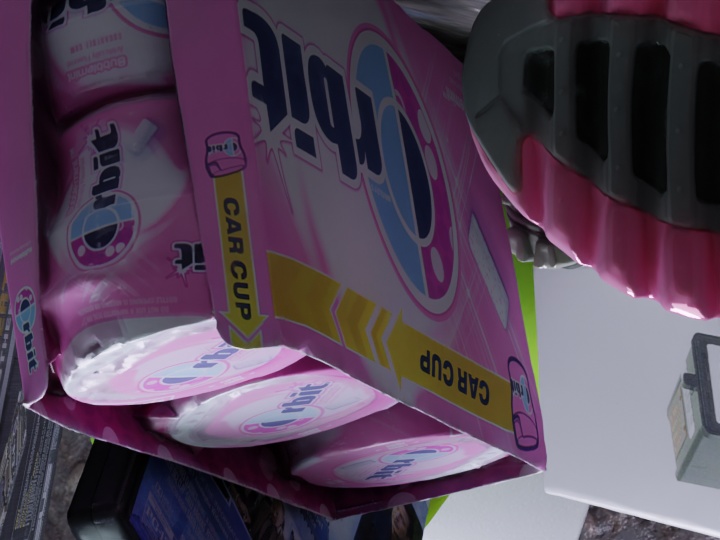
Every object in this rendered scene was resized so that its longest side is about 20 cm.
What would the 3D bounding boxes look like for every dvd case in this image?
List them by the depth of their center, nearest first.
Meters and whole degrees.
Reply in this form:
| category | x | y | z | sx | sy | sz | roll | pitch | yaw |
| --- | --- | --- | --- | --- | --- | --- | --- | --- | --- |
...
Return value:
| category | x | y | z | sx | sy | sz | roll | pitch | yaw |
| --- | --- | --- | --- | --- | --- | --- | --- | --- | --- |
| dvd case | -0.022 | 0.056 | 0.777 | 0.018 | 0.143 | 0.200 | -15 | -149 | 20 |

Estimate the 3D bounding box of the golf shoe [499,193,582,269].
| category | x | y | z | sx | sy | sz | roll | pitch | yaw |
| --- | --- | --- | --- | --- | --- | --- | --- | --- | --- |
| golf shoe | 0.132 | -0.025 | 0.744 | 0.097 | 0.078 | 0.200 | -9 | -160 | -42 |

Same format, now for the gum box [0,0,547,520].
| category | x | y | z | sx | sy | sz | roll | pitch | yaw |
| --- | --- | --- | --- | --- | --- | --- | --- | --- | --- |
| gum box | -0.022 | -0.013 | 0.690 | 0.066 | 0.114 | 0.200 | -14 | 163 | 18 |

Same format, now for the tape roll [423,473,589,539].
| category | x | y | z | sx | sy | sz | roll | pitch | yaw |
| --- | --- | --- | --- | --- | --- | --- | --- | --- | --- |
| tape roll | 0.014 | 0.032 | 1.101 | 0.139 | 0.203 | 0.203 | 14 | 179 | -6 |

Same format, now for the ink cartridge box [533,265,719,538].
| category | x | y | z | sx | sy | sz | roll | pitch | yaw |
| --- | --- | --- | --- | --- | --- | --- | --- | --- | --- |
| ink cartridge box | 0.171 | 0.026 | 0.828 | 0.200 | 0.084 | 0.145 | 12 | -158 | 40 |

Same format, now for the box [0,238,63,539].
| category | x | y | z | sx | sy | sz | roll | pitch | yaw |
| --- | --- | --- | --- | --- | --- | --- | --- | --- | --- |
| box | -0.106 | -0.003 | 0.761 | 0.048 | 0.200 | 0.158 | 10 | 179 | 4 |

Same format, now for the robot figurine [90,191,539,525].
| category | x | y | z | sx | sy | sz | roll | pitch | yaw |
| --- | --- | --- | --- | --- | --- | --- | --- | --- | --- |
| robot figurine | 0.000 | 0.000 | 0.930 | 0.200 | 0.175 | 0.116 | -14 | -142 | 8 |

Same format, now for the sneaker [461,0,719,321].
| category | x | y | z | sx | sy | sz | roll | pitch | yaw |
| --- | --- | --- | --- | --- | --- | --- | --- | --- | --- |
| sneaker | 0.122 | -0.025 | 0.623 | 0.200 | 0.079 | 0.095 | 14 | -169 | 18 |
